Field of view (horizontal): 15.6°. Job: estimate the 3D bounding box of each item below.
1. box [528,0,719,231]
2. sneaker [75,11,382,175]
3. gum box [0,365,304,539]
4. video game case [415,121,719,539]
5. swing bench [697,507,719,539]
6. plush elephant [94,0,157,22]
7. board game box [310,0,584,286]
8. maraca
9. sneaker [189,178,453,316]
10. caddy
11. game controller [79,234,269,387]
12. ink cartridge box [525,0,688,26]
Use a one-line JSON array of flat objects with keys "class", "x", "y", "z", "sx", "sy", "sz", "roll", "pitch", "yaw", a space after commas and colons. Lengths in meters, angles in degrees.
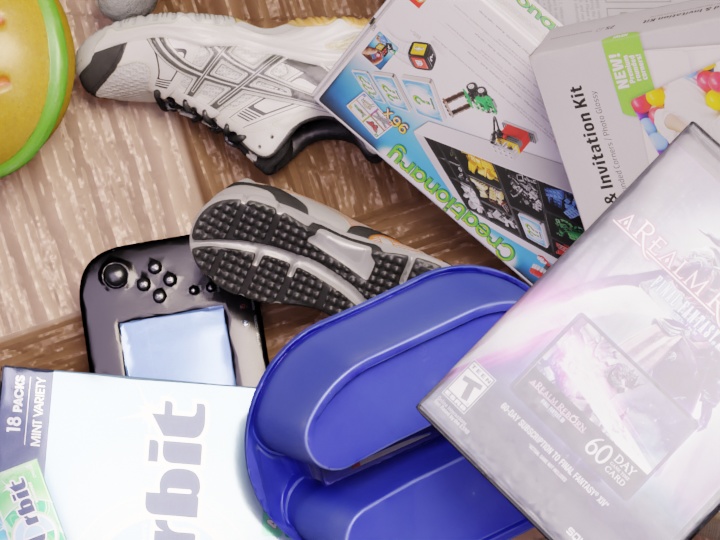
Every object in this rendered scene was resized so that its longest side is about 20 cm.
[{"class": "box", "x": 0.202, "y": -0.064, "z": 1.338, "sx": 0.199, "sy": 0.041, "sz": 0.157, "roll": -8, "pitch": 113, "yaw": 30}, {"class": "sneaker", "x": -0.071, "y": -0.100, "z": 1.531, "sx": 0.198, "sy": 0.076, "sz": 0.088, "roll": 1, "pitch": 82, "yaw": 9}, {"class": "gum box", "x": -0.110, "y": 0.148, "z": 1.477, "sx": 0.199, "sy": 0.045, "sz": 0.171, "roll": 5, "pitch": 79, "yaw": -7}, {"class": "video game case", "x": 0.146, "y": 0.045, "z": 1.296, "sx": 0.143, "sy": 0.019, "sz": 0.200, "roll": 44, "pitch": 88, "yaw": 14}, {"class": "swing bench", "x": 0.228, "y": 0.103, "z": 1.392, "sx": 0.197, "sy": 0.130, "sz": 0.201, "roll": 4, "pitch": 42, "yaw": 8}, {"class": "plush elephant", "x": -0.162, "y": -0.279, "z": 1.531, "sx": 0.154, "sy": 0.165, "sz": 0.201, "roll": 17, "pitch": 56, "yaw": -3}, {"class": "board game box", "x": 0.084, "y": -0.077, "z": 1.447, "sx": 0.200, "sy": 0.035, "sz": 0.126, "roll": 41, "pitch": 128, "yaw": -3}, {"class": "maraca", "x": -0.240, "y": -0.143, "z": 1.547, "sx": 0.137, "sy": 0.107, "sz": 0.200, "roll": -51, "pitch": 62, "yaw": 22}, {"class": "sneaker", "x": 0.000, "y": 0.000, "z": 1.511, "sx": 0.199, "sy": 0.080, "sz": 0.074, "roll": 28, "pitch": 108, "yaw": -7}, {"class": "caddy", "x": 0.035, "y": 0.083, "z": 1.443, "sx": 0.199, "sy": 0.105, "sz": 0.142, "roll": -24, "pitch": 107, "yaw": -14}, {"class": "game controller", "x": -0.101, "y": 0.080, "z": 1.528, "sx": 0.104, "sy": 0.042, "sz": 0.201, "roll": -11, "pitch": 81, "yaw": 6}, {"class": "ink cartridge box", "x": 0.119, "y": -0.119, "z": 1.457, "sx": 0.199, "sy": 0.057, "sz": 0.163, "roll": -1, "pitch": 118, "yaw": 20}]
